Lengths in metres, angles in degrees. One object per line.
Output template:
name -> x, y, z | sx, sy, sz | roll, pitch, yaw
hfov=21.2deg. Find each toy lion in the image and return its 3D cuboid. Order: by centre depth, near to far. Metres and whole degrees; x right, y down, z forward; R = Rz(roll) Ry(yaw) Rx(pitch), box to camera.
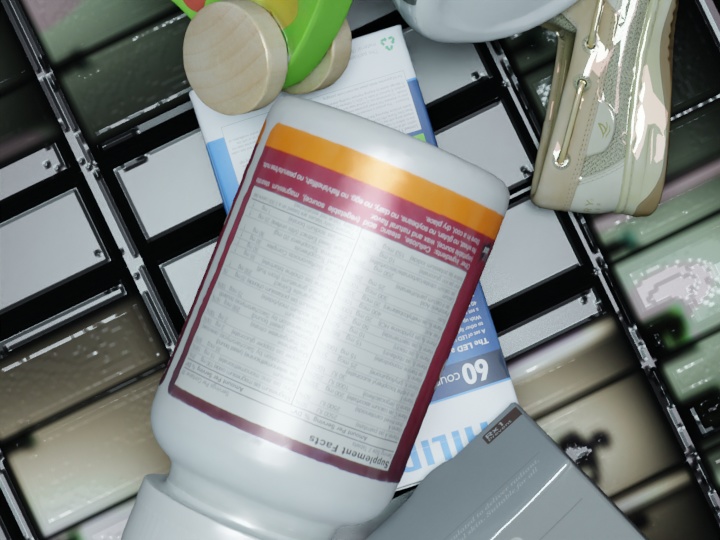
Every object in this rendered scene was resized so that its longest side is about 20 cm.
toy lion -> -0.072, -0.193, 0.816 | 0.200, 0.069, 0.192 | 36, 123, 23

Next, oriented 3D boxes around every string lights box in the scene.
string lights box -> 0.000, 0.000, 0.888 | 0.103, 0.059, 0.200 | -17, 89, -1

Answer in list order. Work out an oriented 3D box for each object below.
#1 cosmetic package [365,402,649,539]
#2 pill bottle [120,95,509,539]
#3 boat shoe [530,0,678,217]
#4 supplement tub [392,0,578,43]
cosmetic package -> 0.102, 0.167, 0.844 | 0.107, 0.090, 0.200 | -45, 112, 0
pill bottle -> -0.022, 0.038, 0.803 | 0.109, 0.110, 0.200 | 22, 90, 0
boat shoe -> 0.110, -0.126, 0.889 | 0.065, 0.072, 0.201 | 3, 94, -2
supplement tub -> 0.031, -0.210, 0.844 | 0.122, 0.123, 0.200 | -26, 67, -1
